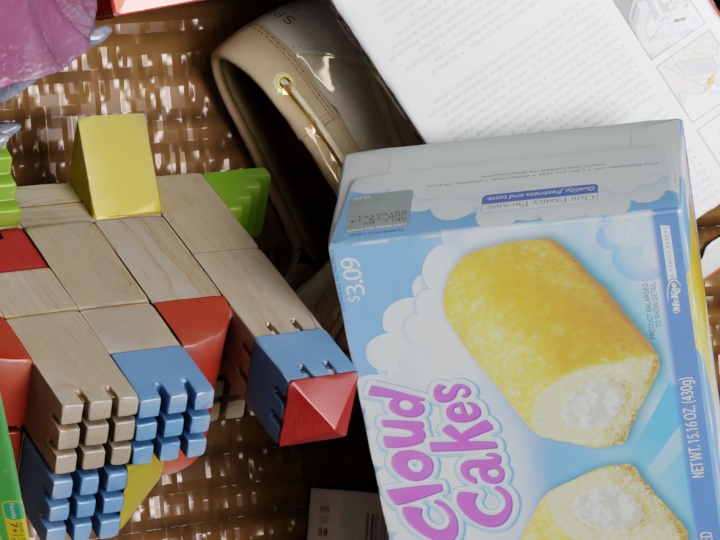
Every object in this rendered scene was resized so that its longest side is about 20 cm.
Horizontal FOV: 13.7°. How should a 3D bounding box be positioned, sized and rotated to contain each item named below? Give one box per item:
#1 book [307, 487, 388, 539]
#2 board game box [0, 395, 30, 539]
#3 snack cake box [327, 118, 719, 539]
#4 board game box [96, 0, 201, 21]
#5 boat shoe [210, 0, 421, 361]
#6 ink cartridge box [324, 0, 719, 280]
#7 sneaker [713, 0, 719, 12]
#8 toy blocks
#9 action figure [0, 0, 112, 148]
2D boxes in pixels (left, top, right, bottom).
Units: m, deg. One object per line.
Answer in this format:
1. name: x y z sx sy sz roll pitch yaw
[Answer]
1. book: 0.038 0.185 1.105 0.133 0.048 0.201 7 86 -27
2. board game box: -0.194 0.046 0.890 0.030 0.199 0.096 -60 147 -56
3. snack cake box: 0.063 0.055 1.000 0.115 0.067 0.200 -6 119 9
4. board game box: -0.036 -0.199 1.041 0.153 0.040 0.201 -13 96 -13
5. boat shoe: 0.000 0.000 1.070 0.069 0.074 0.200 -22 92 -25
6. ink cartridge box: 0.060 -0.081 1.021 0.109 0.050 0.200 -34 104 1
7. sneaker: 0.110 -0.097 1.083 0.199 0.076 0.116 -14 135 -11
8. toy blocks: -0.095 0.030 0.956 0.200 0.137 0.100 -6 125 -27
9. action figure: -0.155 -0.130 0.872 0.149 0.134 0.200 -30 107 -4
